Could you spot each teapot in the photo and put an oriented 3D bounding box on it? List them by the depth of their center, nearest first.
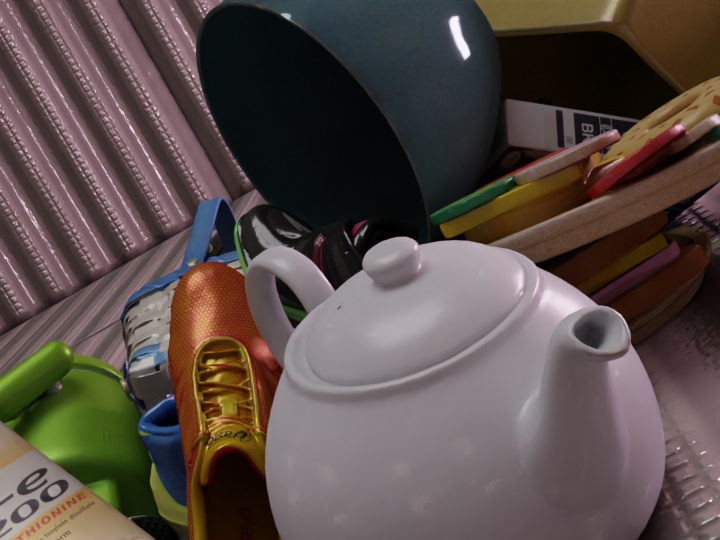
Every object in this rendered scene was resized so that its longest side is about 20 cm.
[{"bbox_3d":[0.032,0.053,0.592,0.198,0.147,0.198,-17,22,15],"label":"teapot"}]

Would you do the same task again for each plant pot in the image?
[{"bbox_3d":[0.012,-0.115,0.830,0.135,0.201,0.199,-41,14,-25],"label":"plant pot"},{"bbox_3d":[0.200,-0.210,0.966,0.193,0.195,0.202,8,72,51],"label":"plant pot"}]

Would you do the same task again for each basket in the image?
[{"bbox_3d":[-0.085,0.059,0.901,0.137,0.178,0.200,-16,21,14],"label":"basket"}]

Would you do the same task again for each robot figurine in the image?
[{"bbox_3d":[-0.202,0.138,0.923,0.114,0.177,0.201,-16,33,-6],"label":"robot figurine"}]

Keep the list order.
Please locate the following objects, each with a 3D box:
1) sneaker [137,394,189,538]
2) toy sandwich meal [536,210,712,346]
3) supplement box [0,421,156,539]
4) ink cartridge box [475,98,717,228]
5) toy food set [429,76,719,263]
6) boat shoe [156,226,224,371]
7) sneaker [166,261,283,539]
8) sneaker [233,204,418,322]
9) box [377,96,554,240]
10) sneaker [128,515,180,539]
[{"bbox_3d":[-0.039,0.090,0.755,0.198,0.106,0.076,-20,32,10],"label":"sneaker"},{"bbox_3d":[0.130,0.007,0.831,0.204,0.071,0.205,-29,11,6],"label":"toy sandwich meal"},{"bbox_3d":[-0.171,0.170,0.653,0.199,0.074,0.126,24,49,38],"label":"supplement box"},{"bbox_3d":[0.171,-0.066,0.896,0.197,0.040,0.100,5,-23,-16],"label":"ink cartridge box"},{"bbox_3d":[0.136,-0.052,0.748,0.198,0.049,0.198,-23,3,19],"label":"toy food set"},{"bbox_3d":[-0.148,0.045,1.093,0.201,0.061,0.072,-48,-2,26],"label":"boat shoe"},{"bbox_3d":[-0.062,0.080,0.684,0.072,0.202,0.077,-9,-28,-8],"label":"sneaker"},{"bbox_3d":[0.000,0.000,0.788,0.076,0.085,0.199,-6,28,-44],"label":"sneaker"},{"bbox_3d":[0.065,-0.021,0.997,0.199,0.125,0.148,-36,12,-22],"label":"box"},{"bbox_3d":[-0.179,0.210,0.743,0.080,0.074,0.200,-22,13,48],"label":"sneaker"}]
